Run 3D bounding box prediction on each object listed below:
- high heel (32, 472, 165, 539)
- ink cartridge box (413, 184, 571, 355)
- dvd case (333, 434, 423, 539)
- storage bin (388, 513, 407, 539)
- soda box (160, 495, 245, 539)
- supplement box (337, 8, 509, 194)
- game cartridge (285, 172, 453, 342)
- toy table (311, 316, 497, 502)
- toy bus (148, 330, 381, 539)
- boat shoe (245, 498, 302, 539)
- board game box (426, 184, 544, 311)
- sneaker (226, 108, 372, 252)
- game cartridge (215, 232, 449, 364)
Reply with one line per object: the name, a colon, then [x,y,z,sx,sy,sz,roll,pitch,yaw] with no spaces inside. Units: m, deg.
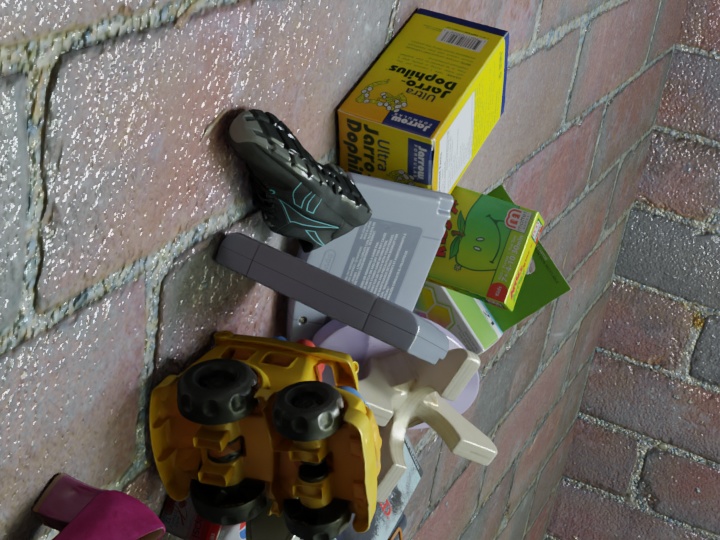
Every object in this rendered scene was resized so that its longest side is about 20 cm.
high heel: [-0.227,0.249,0.925,0.202,0.095,0.068,-64,159,-19]
ink cartridge box: [0.110,0.020,1.418,0.199,0.149,0.076,-36,176,28]
dvd case: [0.003,0.223,1.375,0.147,0.022,0.200,67,32,-20]
storage bin: [-0.026,0.270,1.447,0.200,0.144,0.136,-44,138,-53]
soda box: [-0.119,0.226,1.246,0.200,0.063,0.071,17,92,-70]
supplement box: [0.068,-0.167,1.322,0.201,0.108,0.110,-55,155,-39]
game cartridge: [0.000,0.000,1.264,0.202,0.132,0.041,-69,-153,25]
toy table: [0.049,0.127,1.267,0.185,0.198,0.117,-67,-154,25]
toy bus: [-0.059,0.126,1.122,0.192,0.198,0.137,-52,144,-55]
boat shoe: [-0.062,0.196,1.181,0.201,0.074,0.066,-92,160,-48]
board game box: [0.083,-0.040,1.342,0.103,0.198,0.048,-69,160,-5]
sneaker: [-0.063,-0.069,1.110,0.079,0.076,0.200,-38,145,12]
game cartridge: [-0.024,0.024,1.112,0.042,0.198,0.133,-63,160,-6]
